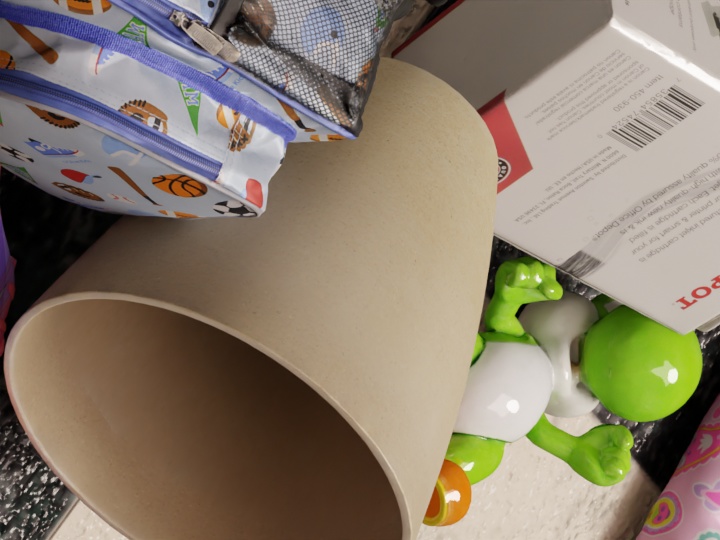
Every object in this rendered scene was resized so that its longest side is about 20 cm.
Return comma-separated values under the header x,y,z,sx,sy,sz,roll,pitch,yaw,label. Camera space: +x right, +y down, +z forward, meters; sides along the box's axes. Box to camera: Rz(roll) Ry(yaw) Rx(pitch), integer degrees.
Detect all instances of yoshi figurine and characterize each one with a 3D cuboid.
x,y,z,sx,sy,sz,roll,pitch,yaw,label
0.095,0.054,1.377,0.200,0.112,0.113,-22,149,-42,yoshi figurine

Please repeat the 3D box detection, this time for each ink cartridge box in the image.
x,y,z,sx,sy,sz,roll,pitch,yaw,label
0.134,-0.068,1.310,0.200,0.083,0.147,27,134,-33,ink cartridge box

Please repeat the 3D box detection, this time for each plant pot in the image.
x,y,z,sx,sy,sz,roll,pitch,yaw,label
-0.023,0.006,1.188,0.200,0.187,0.188,-59,143,-35,plant pot

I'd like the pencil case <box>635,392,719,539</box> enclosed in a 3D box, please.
x,y,z,sx,sy,sz,roll,pitch,yaw,label
0.229,0.112,1.584,0.200,0.087,0.087,-56,138,-6,pencil case

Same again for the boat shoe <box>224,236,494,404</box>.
x,y,z,sx,sy,sz,roll,pitch,yaw,label
0.000,0.000,1.326,0.200,0.072,0.068,-43,173,-30,boat shoe

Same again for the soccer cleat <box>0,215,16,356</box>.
x,y,z,sx,sy,sz,roll,pitch,yaw,label
-0.173,0.029,1.156,0.073,0.068,0.201,-21,122,-41,soccer cleat

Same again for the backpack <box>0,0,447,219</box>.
x,y,z,sx,sy,sz,roll,pitch,yaw,label
-0.101,-0.109,1.070,0.190,0.200,0.154,37,65,-32,backpack
